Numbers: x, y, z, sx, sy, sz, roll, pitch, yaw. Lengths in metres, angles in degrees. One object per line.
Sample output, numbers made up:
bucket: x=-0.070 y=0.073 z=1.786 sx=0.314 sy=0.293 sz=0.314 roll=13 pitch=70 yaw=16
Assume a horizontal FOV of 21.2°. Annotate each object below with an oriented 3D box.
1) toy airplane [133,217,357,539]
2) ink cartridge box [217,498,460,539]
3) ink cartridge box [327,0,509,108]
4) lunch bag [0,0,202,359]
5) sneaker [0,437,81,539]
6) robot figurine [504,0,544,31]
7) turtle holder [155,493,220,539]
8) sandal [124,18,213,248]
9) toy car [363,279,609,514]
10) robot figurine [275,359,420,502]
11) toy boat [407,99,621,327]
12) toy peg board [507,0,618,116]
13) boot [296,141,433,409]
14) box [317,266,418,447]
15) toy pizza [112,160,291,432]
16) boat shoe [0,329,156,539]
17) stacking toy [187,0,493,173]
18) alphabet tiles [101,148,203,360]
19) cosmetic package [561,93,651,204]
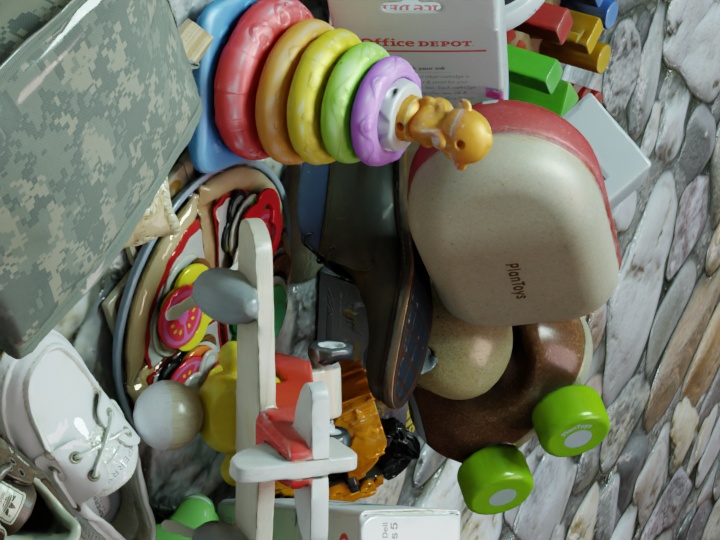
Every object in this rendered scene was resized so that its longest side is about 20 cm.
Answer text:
toy airplane: x=-0.073 y=0.098 z=1.205 sx=0.200 sy=0.140 sz=0.201 roll=95 pitch=-4 yaw=-58
ink cartridge box: x=-0.019 y=0.232 z=1.320 sx=0.084 sy=0.200 sz=0.147 roll=3 pitch=85 yaw=-32
ink cartridge box: x=0.042 y=-0.155 z=1.318 sx=0.200 sy=0.114 sz=0.068 roll=80 pitch=13 yaw=-59
lunch bag: x=-0.168 y=-0.090 z=0.990 sx=0.200 sy=0.117 sz=0.165 roll=-50 pitch=148 yaw=-27
sneaker: x=-0.219 y=0.110 z=1.079 sx=0.071 sy=0.075 sz=0.200 roll=-65 pitch=155 yaw=-10
robot figurine: x=0.070 y=-0.253 z=1.343 sx=0.200 sy=0.149 sz=0.126 roll=65 pitch=23 yaw=-55
turtle holder: x=-0.136 y=0.242 z=1.301 sx=0.140 sy=0.186 sz=0.132 roll=-13 pitch=145 yaw=-18
sandal: x=-0.128 y=-0.052 z=1.122 sx=0.212 sy=0.069 sz=0.078 roll=-58 pitch=-174 yaw=-28
toy car: x=0.059 y=0.062 z=1.408 sx=0.199 sy=0.165 sz=0.158 roll=21 pitch=128 yaw=-42
robot figurine: x=-0.030 y=0.128 z=1.427 sx=0.144 sy=0.059 sz=0.200 roll=-19 pitch=157 yaw=-3
toy boat: x=0.102 y=-0.055 z=1.285 sx=0.200 sy=0.130 sz=0.132 roll=65 pitch=21 yaw=-60
toy peg board: x=0.159 y=-0.194 z=1.586 sx=0.200 sy=0.097 sz=0.200 roll=-63 pitch=154 yaw=-14
boot: x=0.000 y=0.000 z=1.328 sx=0.075 sy=0.096 sz=0.201 roll=62 pitch=32 yaw=-61
box: x=0.024 y=0.057 z=1.557 sx=0.158 sy=0.048 sz=0.201 roll=-39 pitch=140 yaw=-48
toy pizza: x=-0.096 y=0.024 z=1.297 sx=0.200 sy=0.032 sz=0.201 roll=-44 pitch=144 yaw=-43
boat shoe: x=-0.166 y=0.108 z=1.190 sx=0.071 sy=0.069 sz=0.201 roll=-52 pitch=148 yaw=-25
stacking toy: x=-0.003 y=-0.105 z=1.206 sx=0.110 sy=0.199 sz=0.117 roll=-29 pitch=129 yaw=-53
alphabet tiles: x=-0.110 y=0.007 z=1.302 sx=0.167 sy=0.006 sz=0.201 roll=-53 pitch=150 yaw=-31
cosmetic package: x=0.158 y=-0.067 z=1.457 sx=0.101 sy=0.071 sz=0.200 roll=-40 pitch=174 yaw=3
